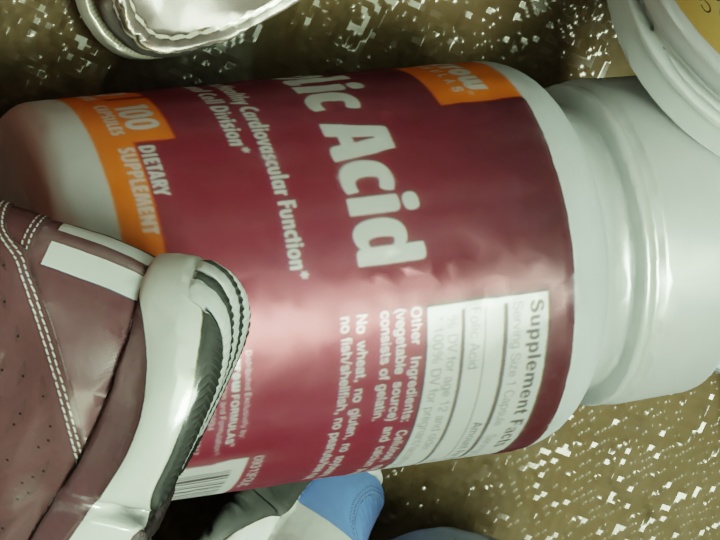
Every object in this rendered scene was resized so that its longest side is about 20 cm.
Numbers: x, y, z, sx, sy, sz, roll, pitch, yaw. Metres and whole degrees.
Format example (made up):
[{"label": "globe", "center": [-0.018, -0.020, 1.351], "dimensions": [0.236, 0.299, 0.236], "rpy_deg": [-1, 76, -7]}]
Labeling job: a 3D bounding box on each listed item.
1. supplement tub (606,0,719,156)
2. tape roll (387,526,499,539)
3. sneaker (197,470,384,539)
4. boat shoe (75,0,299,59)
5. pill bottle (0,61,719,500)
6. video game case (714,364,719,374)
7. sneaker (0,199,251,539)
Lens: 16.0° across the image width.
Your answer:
[{"label": "supplement tub", "center": [0.151, -0.114, 0.658], "dimensions": [0.144, 0.200, 0.145], "rpy_deg": [5, 69, -12]}, {"label": "tape roll", "center": [0.024, 0.180, 0.753], "dimensions": [0.066, 0.200, 0.201], "rpy_deg": [24, 97, -27]}, {"label": "sneaker", "center": [-0.029, 0.118, 0.726], "dimensions": [0.077, 0.200, 0.076], "rpy_deg": [32, 125, 1]}, {"label": "boat shoe", "center": [0.006, -0.127, 0.719], "dimensions": [0.200, 0.060, 0.072], "rpy_deg": [-38, 119, -8]}, {"label": "pill bottle", "center": [0.000, 0.000, 0.729], "dimensions": [0.199, 0.114, 0.115], "rpy_deg": [-7, 110, -22]}, {"label": "video game case", "center": [0.210, -0.036, 0.789], "dimensions": [0.181, 0.045, 0.201], "rpy_deg": [22, 95, 9]}, {"label": "sneaker", "center": [-0.115, 0.068, 0.634], "dimensions": [0.115, 0.076, 0.201], "rpy_deg": [26, 100, 0]}]
